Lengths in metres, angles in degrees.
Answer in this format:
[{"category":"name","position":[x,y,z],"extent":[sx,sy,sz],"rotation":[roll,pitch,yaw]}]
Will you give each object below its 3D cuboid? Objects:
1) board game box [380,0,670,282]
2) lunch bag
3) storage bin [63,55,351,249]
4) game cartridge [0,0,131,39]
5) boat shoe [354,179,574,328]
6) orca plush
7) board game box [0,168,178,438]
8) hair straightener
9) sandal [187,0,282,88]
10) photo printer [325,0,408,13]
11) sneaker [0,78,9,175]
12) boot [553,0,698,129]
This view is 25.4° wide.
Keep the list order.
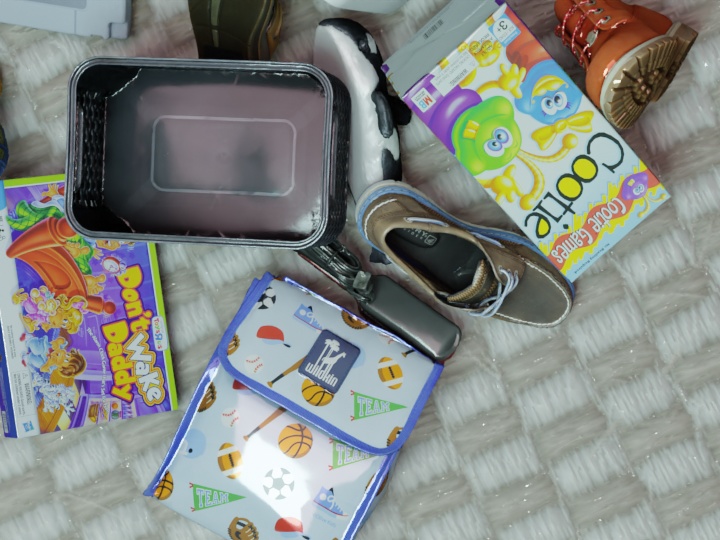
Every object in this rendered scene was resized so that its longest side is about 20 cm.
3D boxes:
[{"category":"board game box","position":[0.125,-0.107,1.212],"extent":[0.105,0.103,0.200],"rotation":[-42,111,9]},{"category":"lunch bag","position":[-0.049,0.123,1.255],"extent":[0.170,0.124,0.200],"rotation":[29,90,3]},{"category":"storage bin","position":[-0.113,-0.088,1.205],"extent":[0.199,0.094,0.136],"rotation":[3,92,7]},{"category":"game cartridge","position":[-0.279,-0.263,1.279],"extent":[0.199,0.041,0.134],"rotation":[10,125,3]},{"category":"boat shoe","position":[0.085,0.003,1.241],"extent":[0.200,0.072,0.072],"rotation":[23,112,-19]},{"category":"orca plush","position":[0.023,-0.109,1.274],"extent":[0.071,0.105,0.201],"rotation":[-25,93,-31]},{"category":"board game box","position":[-0.228,0.023,1.274],"extent":[0.134,0.045,0.201],"rotation":[-9,91,-27]},{"category":"hair straightener","position":[0.000,0.000,1.274],"extent":[0.200,0.077,0.041],"rotation":[43,78,5]},{"category":"sandal","position":[-0.089,-0.191,1.267],"extent":[0.082,0.055,0.201],"rotation":[16,122,30]},{"category":"photo printer","position":[0.031,-0.264,1.170],"extent":[0.166,0.200,0.069],"rotation":[-44,84,16]},{"category":"sneaker","position":[-0.331,-0.111,1.253],"extent":[0.088,0.200,0.075],"rotation":[-27,125,9]},{"category":"boot","position":[0.184,-0.169,1.205],"extent":[0.107,0.200,0.075],"rotation":[33,112,8]}]
